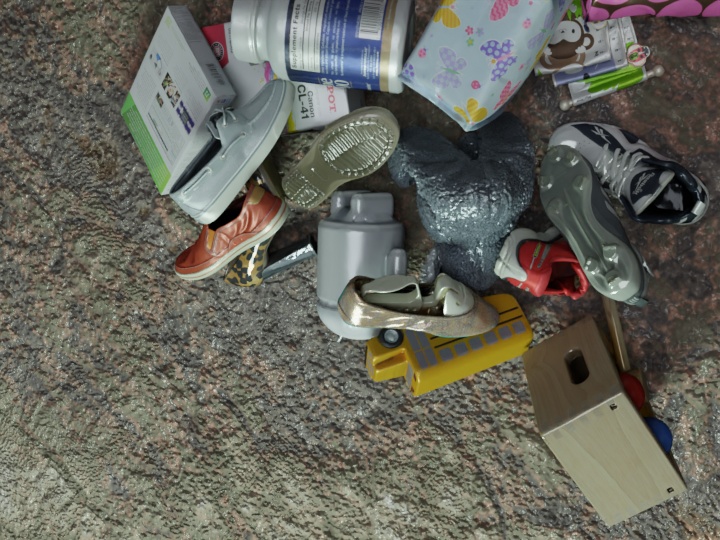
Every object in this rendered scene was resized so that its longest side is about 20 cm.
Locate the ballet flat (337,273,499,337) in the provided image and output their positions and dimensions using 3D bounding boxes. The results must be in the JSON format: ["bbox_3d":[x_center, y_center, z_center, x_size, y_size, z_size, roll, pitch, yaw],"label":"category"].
[{"bbox_3d":[0.073,0.036,0.923,0.196,0.069,0.068,0,133,-11],"label":"ballet flat"}]

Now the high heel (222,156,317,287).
[{"bbox_3d":[-0.159,-0.070,1.054,0.141,0.072,0.202,-22,117,13],"label":"high heel"}]

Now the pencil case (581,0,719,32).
[{"bbox_3d":[0.339,-0.314,0.872,0.196,0.094,0.093,-2,94,7],"label":"pencil case"}]

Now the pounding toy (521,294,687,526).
[{"bbox_3d":[0.286,0.139,0.932,0.141,0.201,0.185,-32,112,18],"label":"pounding toy"}]

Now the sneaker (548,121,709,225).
[{"bbox_3d":[0.305,-0.110,0.908,0.198,0.129,0.080,35,106,8],"label":"sneaker"}]

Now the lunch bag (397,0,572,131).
[{"bbox_3d":[0.147,-0.264,0.880,0.127,0.200,0.171,39,121,11],"label":"lunch bag"}]

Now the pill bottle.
[{"bbox_3d":[-0.041,-0.267,0.905,0.196,0.111,0.113,9,101,7],"label":"pill bottle"}]

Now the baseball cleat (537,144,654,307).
[{"bbox_3d":[0.260,-0.045,0.890,0.069,0.106,0.203,-32,54,28],"label":"baseball cleat"}]

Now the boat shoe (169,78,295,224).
[{"bbox_3d":[-0.153,-0.153,0.948,0.071,0.070,0.202,35,90,-33],"label":"boat shoe"}]

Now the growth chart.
[{"bbox_3d":[0.255,-0.295,0.952,0.143,0.018,0.203,-23,91,19],"label":"growth chart"}]

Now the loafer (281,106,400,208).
[{"bbox_3d":[-0.024,-0.146,0.968,0.076,0.069,0.199,43,138,-20],"label":"loafer"}]

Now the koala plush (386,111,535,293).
[{"bbox_3d":[0.132,-0.055,0.957,0.174,0.185,0.203,-9,125,-4],"label":"koala plush"}]

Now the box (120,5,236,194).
[{"bbox_3d":[-0.242,-0.216,1.039,0.200,0.036,0.146,-45,68,42],"label":"box"}]

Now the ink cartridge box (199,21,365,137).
[{"bbox_3d":[-0.102,-0.249,1.027,0.196,0.086,0.151,-5,97,18],"label":"ink cartridge box"}]

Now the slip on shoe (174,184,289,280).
[{"bbox_3d":[-0.173,-0.049,1.000,0.198,0.075,0.061,-28,122,37],"label":"slip on shoe"}]

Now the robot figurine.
[{"bbox_3d":[0.000,0.000,1.022,0.168,0.111,0.204,16,107,52],"label":"robot figurine"}]

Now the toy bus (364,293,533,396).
[{"bbox_3d":[0.106,0.093,0.983,0.197,0.065,0.079,-19,63,-13],"label":"toy bus"}]

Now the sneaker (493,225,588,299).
[{"bbox_3d":[0.229,0.000,0.916,0.085,0.198,0.078,39,120,32],"label":"sneaker"}]
